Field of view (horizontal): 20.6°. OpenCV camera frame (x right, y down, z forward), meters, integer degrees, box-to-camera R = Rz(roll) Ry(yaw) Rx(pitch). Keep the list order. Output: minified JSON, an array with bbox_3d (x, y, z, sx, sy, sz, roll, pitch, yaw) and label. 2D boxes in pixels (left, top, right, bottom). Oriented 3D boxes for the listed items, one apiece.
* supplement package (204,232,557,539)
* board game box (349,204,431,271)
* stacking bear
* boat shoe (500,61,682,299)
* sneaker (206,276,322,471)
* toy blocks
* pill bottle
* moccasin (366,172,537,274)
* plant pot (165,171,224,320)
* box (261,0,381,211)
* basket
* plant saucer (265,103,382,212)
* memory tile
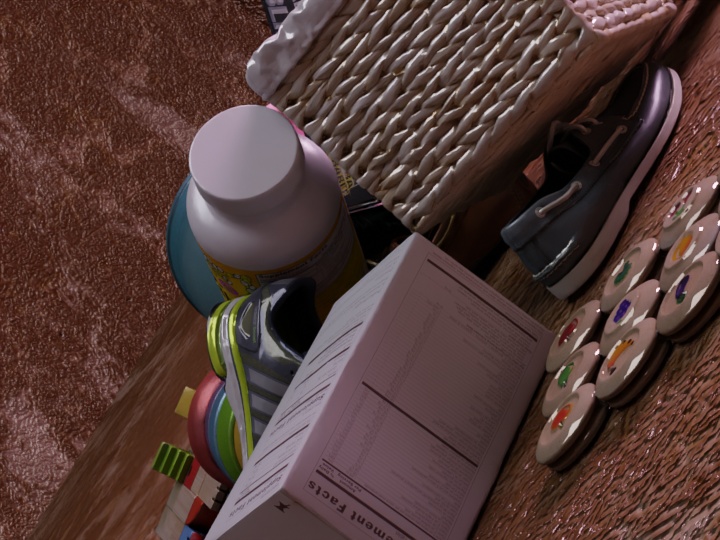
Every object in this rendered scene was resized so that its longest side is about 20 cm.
[{"bbox_3d":[0.012,0.099,1.147,0.110,0.114,0.200,-42,14,51],"label":"supplement package"},{"bbox_3d":[0.000,0.000,1.563,0.200,0.028,0.135,-16,-31,-51],"label":"board game box"},{"bbox_3d":[-0.040,0.115,1.411,0.200,0.114,0.122,180,84,-66],"label":"stacking bear"},{"bbox_3d":[0.146,-0.072,1.252,0.073,0.062,0.200,-43,14,54],"label":"boat shoe"},{"bbox_3d":[-0.036,0.094,1.266,0.074,0.200,0.081,-7,-23,-44],"label":"sneaker"},{"bbox_3d":[-0.105,0.171,1.643,0.200,0.100,0.137,-67,19,-1],"label":"toy blocks"},{"bbox_3d":[-0.058,-0.028,1.345,0.104,0.104,0.200,-58,-24,-21],"label":"pill bottle"},{"bbox_3d":[0.047,-0.005,1.492,0.201,0.078,0.074,-52,8,19],"label":"moccasin"},{"bbox_3d":[-0.061,-0.007,1.779,0.200,0.200,0.188,-54,23,5],"label":"plant pot"},{"bbox_3d":[0.005,-0.154,1.537,0.050,0.200,0.198,-18,2,24],"label":"box"},{"bbox_3d":[0.068,-0.151,1.290,0.200,0.161,0.198,-46,-8,26],"label":"basket"},{"bbox_3d":[0.001,-0.086,1.720,0.201,0.200,0.051,-69,-3,-60],"label":"plant saucer"},{"bbox_3d":[0.157,0.008,1.033,0.200,0.017,0.153,-50,9,26],"label":"memory tile"}]
